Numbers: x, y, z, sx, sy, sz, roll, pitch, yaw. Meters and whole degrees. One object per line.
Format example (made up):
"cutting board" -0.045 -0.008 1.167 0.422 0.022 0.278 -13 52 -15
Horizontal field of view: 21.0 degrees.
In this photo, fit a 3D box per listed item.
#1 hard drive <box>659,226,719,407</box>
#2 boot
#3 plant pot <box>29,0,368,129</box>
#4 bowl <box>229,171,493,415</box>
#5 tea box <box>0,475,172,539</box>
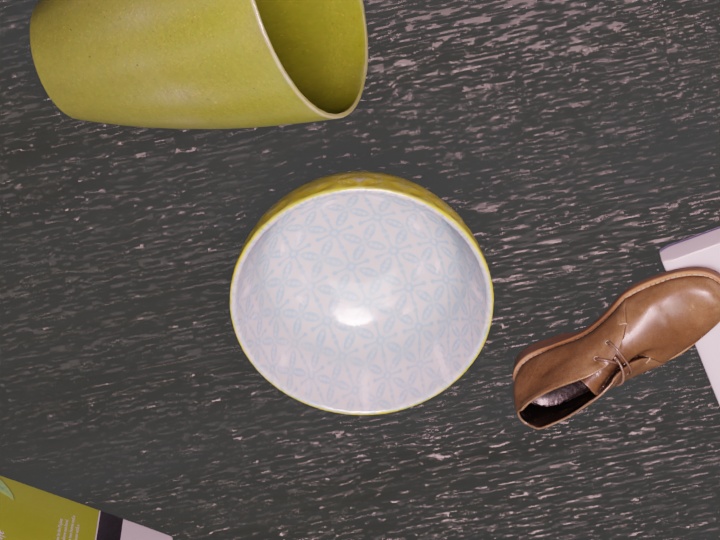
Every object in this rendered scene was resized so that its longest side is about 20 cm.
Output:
"hard drive" 0.337 0.045 1.575 0.132 0.025 0.200 -20 119 11
"boot" 0.208 0.068 1.545 0.200 0.076 0.074 -31 109 23
"plant pot" -0.124 -0.175 1.366 0.199 0.187 0.187 -13 121 24
"bowl" 0.000 0.000 1.495 0.199 0.108 0.201 -1 120 -1
"tea box" -0.288 0.305 1.658 0.196 0.134 0.200 21 118 -12
